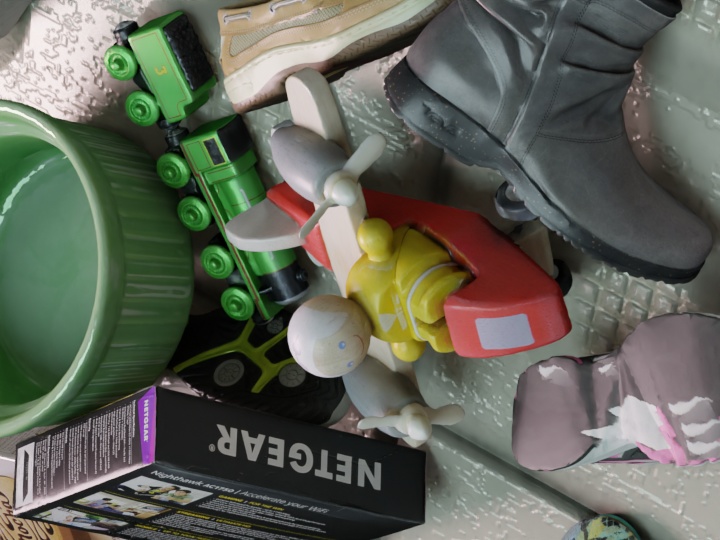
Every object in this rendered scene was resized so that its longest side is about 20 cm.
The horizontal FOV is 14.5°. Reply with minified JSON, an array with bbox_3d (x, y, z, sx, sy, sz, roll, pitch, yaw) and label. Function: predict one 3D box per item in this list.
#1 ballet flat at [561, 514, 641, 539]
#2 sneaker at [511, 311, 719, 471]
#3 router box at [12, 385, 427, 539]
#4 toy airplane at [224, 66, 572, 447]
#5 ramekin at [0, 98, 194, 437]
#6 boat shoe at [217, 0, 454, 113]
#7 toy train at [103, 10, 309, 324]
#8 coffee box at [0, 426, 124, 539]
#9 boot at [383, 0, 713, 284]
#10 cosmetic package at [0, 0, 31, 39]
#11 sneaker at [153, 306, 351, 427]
[{"bbox_3d":[0.121,0.230,1.661,0.074,0.074,0.200,29,134,22],"label":"ballet flat"},{"bbox_3d":[0.171,0.064,1.490,0.200,0.086,0.080,-6,85,53],"label":"sneaker"},{"bbox_3d":[-0.082,0.126,1.680,0.149,0.200,0.051,-22,60,47],"label":"router box"},{"bbox_3d":[0.000,0.000,1.544,0.200,0.141,0.199,44,147,-3],"label":"toy airplane"},{"bbox_3d":[-0.194,0.001,1.694,0.200,0.098,0.200,-2,86,37],"label":"ramekin"},{"bbox_3d":[-0.015,-0.145,1.516,0.200,0.072,0.076,-20,89,45],"label":"boat shoe"},{"bbox_3d":[-0.086,-0.059,1.656,0.056,0.042,0.200,-15,108,34],"label":"toy train"},{"bbox_3d":[-0.198,0.149,1.867,0.200,0.080,0.113,9,124,37],"label":"coffee box"},{"bbox_3d":[0.123,-0.088,1.428,0.200,0.070,0.132,32,113,-15],"label":"boot"},{"bbox_3d":[-0.266,-0.237,1.620,0.199,0.123,0.200,48,139,3],"label":"cosmetic package"},{"bbox_3d":[-0.082,0.066,1.731,0.200,0.075,0.076,11,147,37],"label":"sneaker"}]
